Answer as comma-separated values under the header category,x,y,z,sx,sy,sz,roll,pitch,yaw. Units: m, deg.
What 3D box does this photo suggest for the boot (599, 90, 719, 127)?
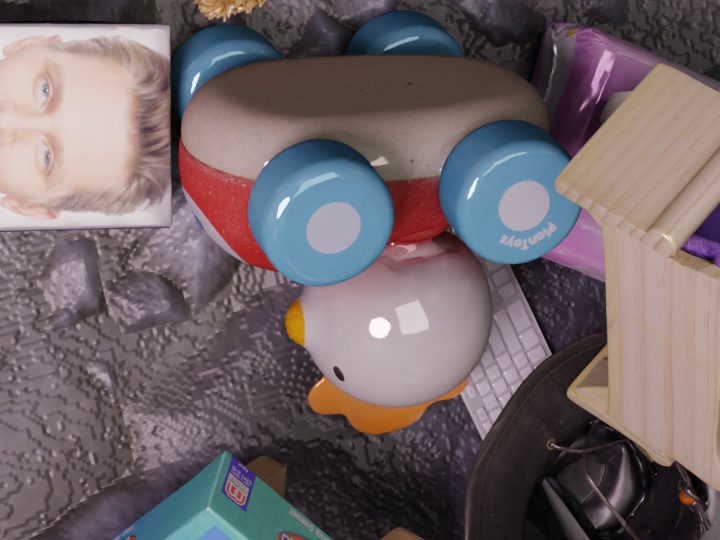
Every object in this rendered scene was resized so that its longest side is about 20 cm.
category,x,y,z,sx,sy,sz,roll,pitch,yaw
boot,0.200,-0.010,1.062,0.200,0.072,0.144,12,91,-23

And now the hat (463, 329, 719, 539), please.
category,x,y,z,sx,sy,sz,roll,pitch,yaw
hat,0.116,0.125,1.113,0.201,0.081,0.201,-1,93,-29

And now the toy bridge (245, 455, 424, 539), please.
category,x,y,z,sx,sy,sz,roll,pitch,yaw
toy bridge,0.014,0.160,1.053,0.027,0.200,0.067,-30,136,-45

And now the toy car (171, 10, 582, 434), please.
category,x,y,z,sx,sy,sz,roll,pitch,yaw
toy car,0.000,0.000,1.037,0.177,0.184,0.200,-7,117,-17

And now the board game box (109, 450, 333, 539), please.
category,x,y,z,sx,sy,sz,roll,pitch,yaw
board game box,-0.078,0.192,1.023,0.152,0.045,0.200,41,121,-17

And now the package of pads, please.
category,x,y,z,sx,sy,sz,roll,pitch,yaw
package of pads,0.171,-0.041,1.124,0.200,0.076,0.121,21,89,-19

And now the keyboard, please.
category,x,y,z,sx,sy,sz,roll,pitch,yaw
keyboard,0.078,0.055,1.138,0.056,0.011,0.200,-29,104,-13

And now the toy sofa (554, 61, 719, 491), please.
category,x,y,z,sx,sy,sz,roll,pitch,yaw
toy sofa,0.153,0.009,0.978,0.083,0.098,0.200,-47,152,-21

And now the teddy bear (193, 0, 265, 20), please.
category,x,y,z,sx,sy,sz,roll,pitch,yaw
teddy bear,-0.054,-0.194,1.049,0.200,0.067,0.145,-12,90,-10

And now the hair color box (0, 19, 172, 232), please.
category,x,y,z,sx,sy,sz,roll,pitch,yaw
hair color box,-0.192,-0.069,1.010,0.200,0.061,0.100,-2,97,-19
